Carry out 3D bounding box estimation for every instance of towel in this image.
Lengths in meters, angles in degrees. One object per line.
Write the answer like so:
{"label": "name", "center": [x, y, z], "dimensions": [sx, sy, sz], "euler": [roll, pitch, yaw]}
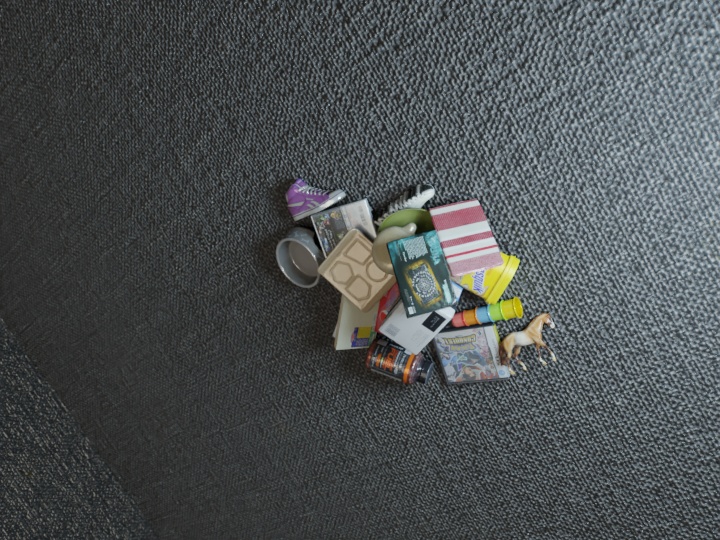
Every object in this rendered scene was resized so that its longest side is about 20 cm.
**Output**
{"label": "towel", "center": [0.273, -0.086, 1.499], "dimensions": [0.023, 0.143, 0.201], "euler": [100, 155, -66]}

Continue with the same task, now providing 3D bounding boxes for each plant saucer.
{"label": "plant saucer", "center": [0.146, -0.102, 1.610], "dimensions": [0.199, 0.031, 0.201], "euler": [2, 133, 3]}

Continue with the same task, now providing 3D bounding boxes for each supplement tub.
{"label": "supplement tub", "center": [0.122, 0.287, 1.790], "dimensions": [0.199, 0.107, 0.107], "euler": [17, 118, 18]}

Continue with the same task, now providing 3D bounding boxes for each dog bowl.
{"label": "dog bowl", "center": [-0.182, -0.034, 1.800], "dimensions": [0.199, 0.059, 0.201], "euler": [20, 129, 27]}

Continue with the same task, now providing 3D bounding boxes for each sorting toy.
{"label": "sorting toy", "center": [0.000, 0.000, 1.675], "dimensions": [0.200, 0.036, 0.185], "euler": [40, 114, -2]}

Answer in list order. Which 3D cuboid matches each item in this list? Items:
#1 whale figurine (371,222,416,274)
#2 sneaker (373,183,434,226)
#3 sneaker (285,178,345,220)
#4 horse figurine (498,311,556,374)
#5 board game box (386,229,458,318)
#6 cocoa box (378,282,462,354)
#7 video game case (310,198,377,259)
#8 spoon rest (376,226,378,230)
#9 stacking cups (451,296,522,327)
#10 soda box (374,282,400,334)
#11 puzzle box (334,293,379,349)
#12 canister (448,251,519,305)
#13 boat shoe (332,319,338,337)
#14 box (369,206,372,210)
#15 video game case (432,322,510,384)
{"label": "whale figurine", "center": [0.132, -0.047, 1.549], "dimensions": [0.199, 0.104, 0.160], "euler": [5, 82, 18]}
{"label": "sneaker", "center": [0.133, -0.171, 1.610], "dimensions": [0.200, 0.075, 0.081], "euler": [-31, 113, 33]}
{"label": "sneaker", "center": [-0.144, -0.228, 1.713], "dimensions": [0.200, 0.073, 0.115], "euler": [-17, 100, 30]}
{"label": "horse figurine", "center": [0.458, 0.209, 1.603], "dimensions": [0.200, 0.050, 0.133], "euler": [-29, 71, 37]}
{"label": "board game box", "center": [0.156, 0.009, 1.467], "dimensions": [0.135, 0.028, 0.201], "euler": [-15, 82, -2]}
{"label": "cocoa box", "center": [0.166, 0.108, 1.590], "dimensions": [0.133, 0.131, 0.200], "euler": [33, 134, -2]}
{"label": "video game case", "center": [-0.034, -0.092, 1.686], "dimensions": [0.181, 0.023, 0.201], "euler": [-14, 103, 22]}
{"label": "spoon rest", "center": [0.008, -0.046, 1.736], "dimensions": [0.099, 0.061, 0.201], "euler": [24, 107, 13]}
{"label": "stacking cups", "center": [0.358, 0.127, 1.637], "dimensions": [0.199, 0.060, 0.061], "euler": [-19, 103, 35]}
{"label": "soda box", "center": [0.098, 0.100, 1.744], "dimensions": [0.070, 0.063, 0.201], "euler": [18, 119, 18]}
{"label": "puzzle box", "center": [-0.006, 0.154, 1.787], "dimensions": [0.132, 0.025, 0.201], "euler": [-1, 117, -23]}
{"label": "canister", "center": [0.307, -0.012, 1.563], "dimensions": [0.199, 0.087, 0.149], "euler": [28, 132, 8]}
{"label": "boat shoe", "center": [-0.028, 0.138, 1.828], "dimensions": [0.071, 0.072, 0.201], "euler": [18, 122, -5]}
{"label": "box", "center": [-0.042, -0.127, 1.725], "dimensions": [0.041, 0.039, 0.200], "euler": [44, 123, 1]}
{"label": "video game case", "center": [0.328, 0.251, 1.721], "dimensions": [0.199, 0.025, 0.181], "euler": [-12, 107, 29]}
